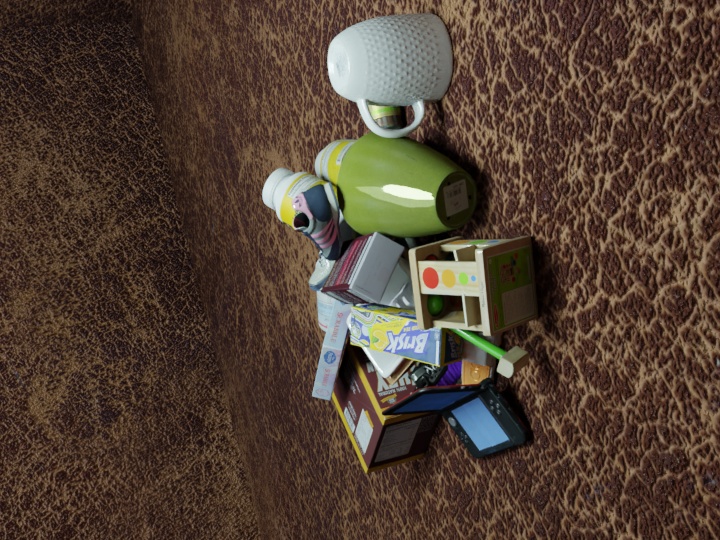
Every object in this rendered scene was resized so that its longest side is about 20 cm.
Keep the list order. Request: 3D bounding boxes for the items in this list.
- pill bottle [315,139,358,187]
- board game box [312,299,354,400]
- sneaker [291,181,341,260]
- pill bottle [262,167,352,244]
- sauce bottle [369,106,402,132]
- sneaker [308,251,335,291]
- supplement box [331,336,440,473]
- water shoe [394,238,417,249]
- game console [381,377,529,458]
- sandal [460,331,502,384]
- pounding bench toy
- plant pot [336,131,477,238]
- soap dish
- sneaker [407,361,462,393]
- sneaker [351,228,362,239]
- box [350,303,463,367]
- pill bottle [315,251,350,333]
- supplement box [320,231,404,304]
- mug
[{"bbox_3d":[-0.019,-0.206,1.678,0.200,0.111,0.112,-159,61,-65],"label":"pill bottle"},{"bbox_3d":[-0.046,0.123,1.668,0.200,0.041,0.201,104,180,-54],"label":"board game box"},{"bbox_3d":[-0.079,-0.080,1.481,0.201,0.082,0.070,87,164,-55],"label":"sneaker"},{"bbox_3d":[-0.092,-0.123,1.645,0.199,0.112,0.113,30,132,26],"label":"pill bottle"},{"bbox_3d":[0.030,-0.357,1.557,0.065,0.064,0.201,164,93,-67],"label":"sauce bottle"},{"bbox_3d":[-0.056,-0.052,1.719,0.077,0.201,0.085,15,158,51],"label":"sneaker"},{"bbox_3d":[0.051,0.258,1.687,0.201,0.132,0.198,105,147,-46],"label":"supplement box"},{"bbox_3d":[0.053,-0.002,1.636,0.200,0.078,0.072,114,139,-53],"label":"water shoe"},{"bbox_3d":[0.155,0.257,1.401,0.173,0.118,0.200,54,153,6],"label":"game console"},{"bbox_3d":[0.186,0.144,1.389,0.079,0.059,0.208,18,123,37],"label":"sandal"},{"bbox_3d":[0.168,0.056,1.272,0.155,0.124,0.201,1,101,45],"label":"pounding bench toy"},{"bbox_3d":[0.091,-0.131,1.393,0.200,0.186,0.188,19,118,52],"label":"plant pot"},{"bbox_3d":[0.076,0.080,1.495,0.158,0.081,0.200,54,127,25],"label":"soap dish"},{"bbox_3d":[0.137,0.174,1.484,0.070,0.099,0.201,56,145,43],"label":"sneaker"},{"bbox_3d":[0.047,-0.101,1.572,0.081,0.074,0.201,45,121,42],"label":"sneaker"},{"bbox_3d":[0.075,0.104,1.399,0.199,0.064,0.071,9,102,42],"label":"box"},{"bbox_3d":[-0.044,0.030,1.842,0.109,0.108,0.201,-145,49,-59],"label":"pill bottle"},{"bbox_3d":[0.000,0.000,1.482,0.109,0.061,0.200,-65,15,-10],"label":"supplement box"},{"bbox_3d":[0.046,-0.320,1.391,0.147,0.174,0.201,170,89,-67],"label":"mug"}]
